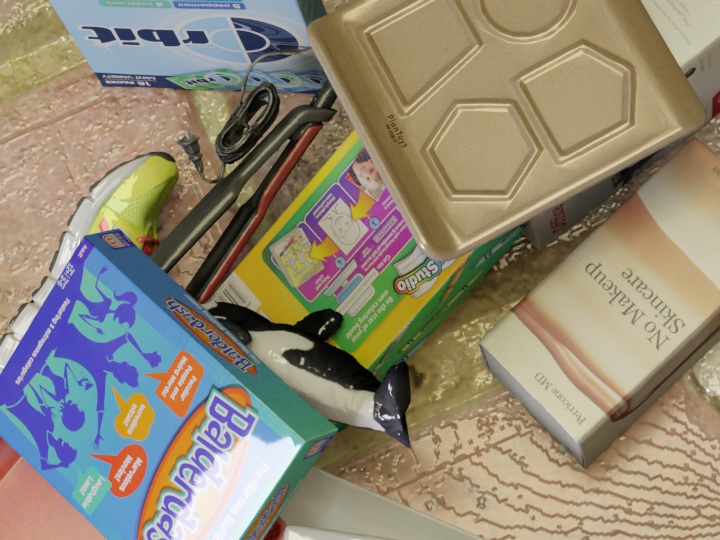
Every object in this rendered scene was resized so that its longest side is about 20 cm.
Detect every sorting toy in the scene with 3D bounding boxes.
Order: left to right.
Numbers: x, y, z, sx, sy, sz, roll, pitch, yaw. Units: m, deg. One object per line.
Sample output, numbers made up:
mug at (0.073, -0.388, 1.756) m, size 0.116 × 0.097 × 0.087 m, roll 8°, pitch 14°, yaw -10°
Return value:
sorting toy at (0.091, -0.121, 1.664) m, size 0.200 × 0.036 × 0.185 m, roll -27°, pitch 71°, yaw -3°

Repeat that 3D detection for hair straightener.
hair straightener at (-0.082, -0.072, 1.752) m, size 0.077 × 0.041 × 0.200 m, roll 36°, pitch 95°, yaw -21°

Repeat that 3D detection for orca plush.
orca plush at (-0.035, 0.046, 1.688) m, size 0.200 × 0.105 × 0.071 m, roll 7°, pitch 56°, yaw 49°

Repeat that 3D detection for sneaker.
sneaker at (-0.167, 0.015, 1.797) m, size 0.090 × 0.078 × 0.200 m, roll 29°, pitch 92°, yaw 14°

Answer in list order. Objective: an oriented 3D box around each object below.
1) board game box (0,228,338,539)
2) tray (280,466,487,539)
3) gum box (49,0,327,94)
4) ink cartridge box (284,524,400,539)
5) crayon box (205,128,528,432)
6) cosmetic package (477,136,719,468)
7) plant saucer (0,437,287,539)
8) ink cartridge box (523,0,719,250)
board game box at (-0.131, 0.095, 1.662) m, size 0.200 × 0.045 × 0.152 m, roll 41°, pitch 114°, yaw 18°
tray at (0.017, 0.208, 1.741) m, size 0.200 × 0.022 × 0.108 m, roll 22°, pitch 80°, yaw 13°
gum box at (-0.112, -0.175, 1.771) m, size 0.170 × 0.200 × 0.045 m, roll 2°, pitch 72°, yaw 9°
ink cartridge box at (0.039, 0.250, 1.662) m, size 0.200 × 0.083 × 0.145 m, roll 8°, pitch 74°, yaw 4°
crayon box at (0.000, 0.000, 1.742) m, size 0.119 × 0.058 × 0.200 m, roll 48°, pitch 111°, yaw 17°
cosmetic package at (0.183, 0.022, 1.733) m, size 0.200 × 0.087 × 0.103 m, roll -45°, pitch 75°, yaw -5°
plant saucer at (-0.179, 0.185, 1.721) m, size 0.200 × 0.037 × 0.200 m, roll 39°, pitch 84°, yaw 17°
ink cartridge box at (0.163, -0.117, 1.743) m, size 0.200 × 0.145 × 0.083 m, roll -38°, pitch 73°, yaw -3°
